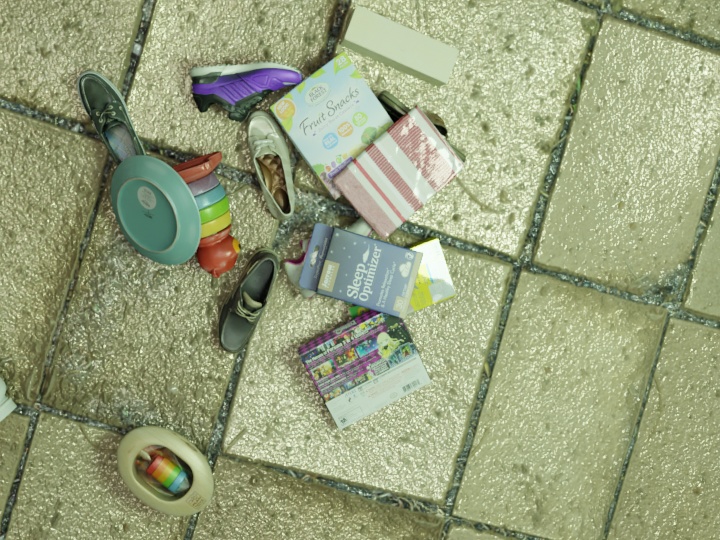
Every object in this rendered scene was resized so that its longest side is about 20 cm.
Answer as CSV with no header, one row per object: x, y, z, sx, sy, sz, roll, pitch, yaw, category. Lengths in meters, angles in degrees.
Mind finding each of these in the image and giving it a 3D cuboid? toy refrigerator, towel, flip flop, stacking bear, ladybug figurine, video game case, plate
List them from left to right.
-0.359,-0.098,1.543,0.198,0.026,0.202,15,121,26,plate
-0.350,0.360,1.630,0.200,0.072,0.136,44,89,-9,ladybug figurine
-0.271,-0.089,1.579,0.112,0.122,0.202,-16,107,9,stacking bear
0.009,0.174,1.650,0.198,0.036,0.183,-28,116,-2,video game case
0.067,-0.171,1.585,0.200,0.023,0.144,-41,103,3,towel
0.070,-0.400,1.604,0.198,0.076,0.071,21,93,-8,toy refrigerator
0.117,-0.264,1.631,0.199,0.081,0.058,40,76,-4,flip flop

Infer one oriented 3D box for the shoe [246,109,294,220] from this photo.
-0.156,-0.189,1.607,0.069,0.053,0.202,-16,98,-6,shoe

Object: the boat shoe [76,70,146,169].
-0.429,-0.255,1.563,0.068,0.057,0.202,-29,99,-3,boat shoe

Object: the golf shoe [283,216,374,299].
-0.054,-0.043,1.628,0.092,0.075,0.200,44,88,-6,golf shoe

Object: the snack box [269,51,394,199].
-0.040,-0.257,1.609,0.168,0.068,0.201,-37,98,-1,snack box

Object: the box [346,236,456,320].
0.066,0.026,1.663,0.198,0.048,0.119,-20,99,-7,box

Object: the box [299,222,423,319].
0.000,0.000,1.581,0.198,0.032,0.123,16,91,-3,box

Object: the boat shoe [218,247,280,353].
-0.204,0.054,1.616,0.074,0.073,0.202,20,93,-9,boat shoe

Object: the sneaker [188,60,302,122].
-0.199,-0.311,1.582,0.197,0.070,0.101,-3,95,2,sneaker

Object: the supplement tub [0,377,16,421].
-0.699,0.197,1.531,0.144,0.144,0.201,-39,100,-2,supplement tub
